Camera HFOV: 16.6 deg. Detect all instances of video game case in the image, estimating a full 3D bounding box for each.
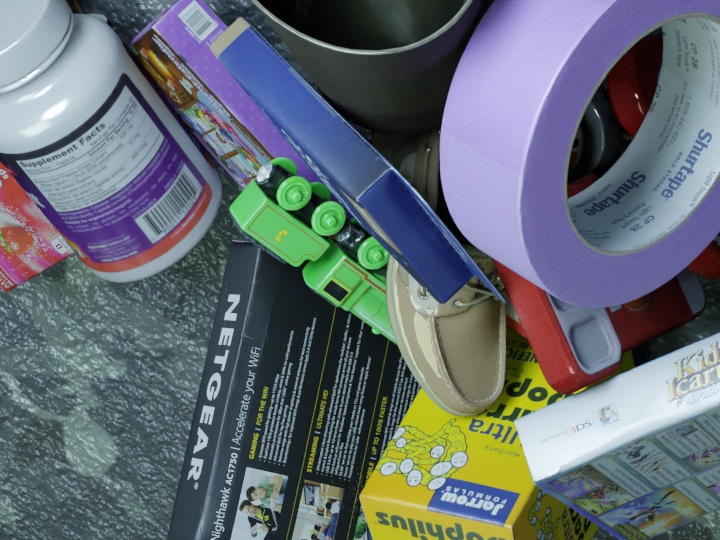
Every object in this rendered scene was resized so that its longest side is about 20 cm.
[{"bbox_3d":[0.208,0.095,1.480,0.181,0.046,0.200,-26,155,14],"label":"video game case"}]

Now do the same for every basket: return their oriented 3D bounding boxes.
[{"bbox_3d":[0.009,-0.158,1.337,0.181,0.136,0.200,55,179,20],"label":"basket"}]

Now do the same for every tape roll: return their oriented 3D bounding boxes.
[{"bbox_3d":[0.136,-0.084,1.318,0.066,0.200,0.201,33,141,39],"label":"tape roll"}]

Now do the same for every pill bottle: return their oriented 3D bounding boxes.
[{"bbox_3d":[-0.183,-0.095,1.612,0.111,0.112,0.200,-2,139,35],"label":"pill bottle"}]

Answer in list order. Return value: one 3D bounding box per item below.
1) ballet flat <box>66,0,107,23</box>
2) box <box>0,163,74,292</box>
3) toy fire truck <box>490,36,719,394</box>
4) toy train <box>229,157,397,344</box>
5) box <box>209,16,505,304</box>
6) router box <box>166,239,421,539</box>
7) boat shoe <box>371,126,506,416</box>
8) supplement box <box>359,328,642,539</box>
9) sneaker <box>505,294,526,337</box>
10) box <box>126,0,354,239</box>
[{"bbox_3d":[-0.206,-0.174,1.659,0.063,0.069,0.201,-11,120,23],"label":"ballet flat"},{"bbox_3d":[-0.261,-0.097,1.733,0.099,0.096,0.200,-26,107,45],"label":"box"},{"bbox_3d":[0.129,-0.042,1.450,0.112,0.168,0.201,-25,88,43],"label":"toy fire truck"},{"bbox_3d":[0.000,0.000,1.531,0.200,0.042,0.056,37,99,-32],"label":"toy train"},{"bbox_3d":[-0.002,-0.055,1.418,0.200,0.032,0.121,45,177,40],"label":"box"},{"bbox_3d":[-0.030,0.093,1.590,0.148,0.201,0.051,15,173,-27],"label":"router box"},{"bbox_3d":[0.056,-0.004,1.498,0.064,0.071,0.201,6,115,54],"label":"boat shoe"},{"bbox_3d":[0.097,0.117,1.584,0.108,0.200,0.110,9,138,27],"label":"supplement box"},{"bbox_3d":[0.098,-0.035,1.547,0.201,0.067,0.108,38,138,22],"label":"sneaker"},{"bbox_3d":[-0.067,-0.088,1.607,0.200,0.039,0.137,47,168,-8],"label":"box"}]
